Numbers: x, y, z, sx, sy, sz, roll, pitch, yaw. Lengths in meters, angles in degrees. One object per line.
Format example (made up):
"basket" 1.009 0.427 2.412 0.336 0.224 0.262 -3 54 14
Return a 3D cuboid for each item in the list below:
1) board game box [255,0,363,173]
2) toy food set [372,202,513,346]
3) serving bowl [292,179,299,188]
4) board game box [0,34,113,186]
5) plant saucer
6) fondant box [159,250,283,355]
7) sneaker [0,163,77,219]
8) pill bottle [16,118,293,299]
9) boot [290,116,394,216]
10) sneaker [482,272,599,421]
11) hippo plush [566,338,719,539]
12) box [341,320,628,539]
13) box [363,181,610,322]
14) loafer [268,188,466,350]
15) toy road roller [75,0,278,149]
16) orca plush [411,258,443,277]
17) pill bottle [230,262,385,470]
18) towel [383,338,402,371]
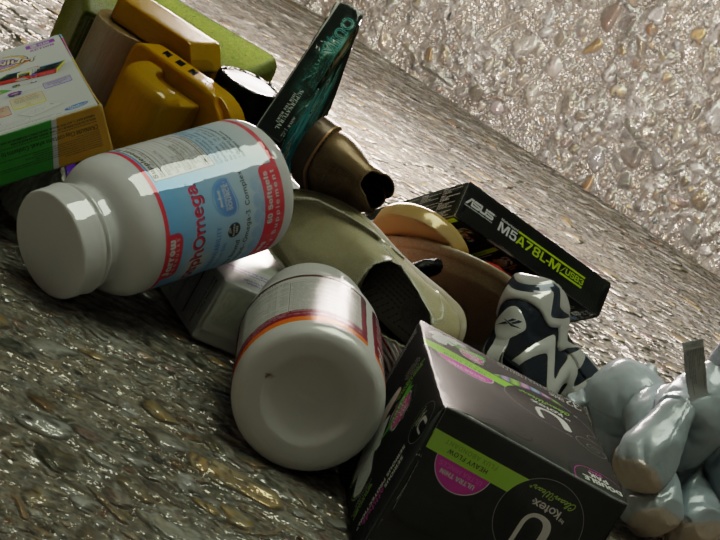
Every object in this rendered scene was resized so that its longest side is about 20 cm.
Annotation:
"board game box" -0.054 -0.126 1.774 0.028 0.135 0.200 31 -21 2
"toy food set" 0.087 0.012 2.049 0.200 0.049 0.198 25 -21 -4
"serving bowl" -0.153 -0.094 2.048 0.200 0.066 0.200 30 8 -5
"board game box" -0.287 -0.121 1.684 0.153 0.040 0.200 -18 26 -9
"plant saucer" -0.202 -0.151 1.908 0.199 0.200 0.048 31 31 3
"fondant box" -0.096 0.015 1.766 0.144 0.058 0.200 24 14 -30
"sneaker" -0.248 -0.080 1.761 0.099 0.070 0.200 26 13 -33
"pill bottle" -0.155 -0.044 1.614 0.200 0.109 0.109 -20 46 -41
"boot" -0.010 -0.066 1.837 0.075 0.074 0.200 35 -8 11
"sneaker" 0.157 0.113 1.958 0.079 0.130 0.199 15 -36 28
"hippo plush" 0.246 0.140 1.878 0.159 0.200 0.161 -18 20 -34
"box" 0.081 0.144 1.489 0.148 0.124 0.200 28 13 -10
"box" 0.114 -0.006 2.107 0.193 0.048 0.200 36 -25 -22
"loafer" 0.000 0.000 1.743 0.200 0.076 0.068 34 5 8
"toy road roller" -0.178 -0.137 1.766 0.200 0.123 0.146 36 19 23
"orca plush" 0.055 0.026 1.889 0.105 0.071 0.200 49 -3 41
"pill bottle" -0.038 0.064 1.566 0.109 0.110 0.200 28 13 -8
"towel" -0.025 0.010 1.910 0.146 0.030 0.200 52 -2 -28
